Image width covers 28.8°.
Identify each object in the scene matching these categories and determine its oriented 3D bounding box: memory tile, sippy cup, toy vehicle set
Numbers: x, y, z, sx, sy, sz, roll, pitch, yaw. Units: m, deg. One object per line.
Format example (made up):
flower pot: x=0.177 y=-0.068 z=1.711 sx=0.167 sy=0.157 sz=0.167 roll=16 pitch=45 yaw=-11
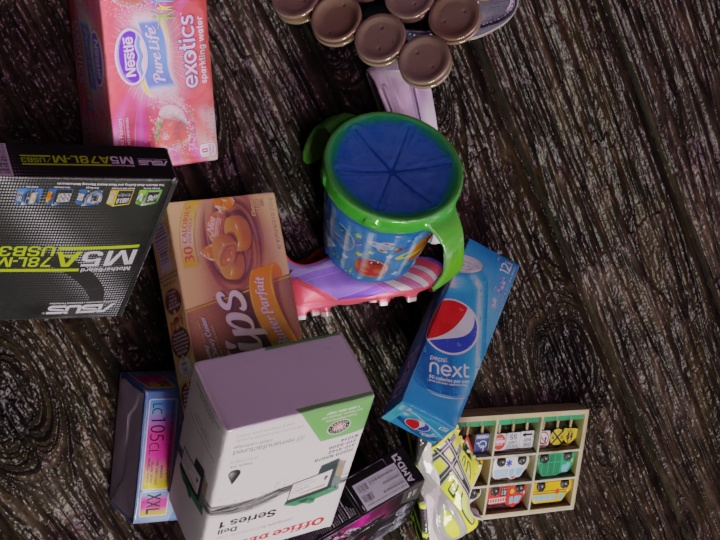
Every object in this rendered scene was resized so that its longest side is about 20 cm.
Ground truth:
memory tile: x=0.026 y=-0.264 z=1.308 sx=0.154 sy=0.199 sz=0.017 roll=-57 pitch=159 yaw=-8
sippy cup: x=0.020 y=-0.061 z=1.354 sx=0.139 sy=0.179 sz=0.131 roll=0 pitch=145 yaw=-13
toy vehicle set: x=0.167 y=0.218 z=1.600 sx=0.199 sy=0.026 sz=0.125 roll=-1 pitch=103 yaw=-30

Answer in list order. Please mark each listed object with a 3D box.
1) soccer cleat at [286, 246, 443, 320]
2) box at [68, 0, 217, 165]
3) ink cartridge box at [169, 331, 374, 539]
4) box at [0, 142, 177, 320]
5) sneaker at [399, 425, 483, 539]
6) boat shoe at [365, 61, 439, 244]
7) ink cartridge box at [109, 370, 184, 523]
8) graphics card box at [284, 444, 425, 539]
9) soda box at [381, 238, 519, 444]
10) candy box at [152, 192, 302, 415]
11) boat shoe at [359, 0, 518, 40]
soccer cleat: x=0.000 y=0.000 z=1.426 sx=0.199 sy=0.067 sz=0.077 roll=-11 pitch=97 yaw=-27
box: x=-0.195 y=-0.196 z=1.239 sx=0.102 sy=0.095 sz=0.201 roll=-10 pitch=108 yaw=-26
ink cartridge box: x=-0.084 y=0.162 z=1.266 sx=0.145 sy=0.085 sz=0.201 roll=-11 pitch=139 yaw=-26
box: x=-0.278 y=-0.030 z=1.204 sx=0.199 sy=0.048 sz=0.194 roll=-1 pitch=139 yaw=-30
sneaker: x=0.087 y=0.193 z=1.507 sx=0.076 sy=0.075 sz=0.201 roll=-7 pitch=104 yaw=-12
boat shoe: x=0.045 y=-0.118 z=1.422 sx=0.065 sy=0.074 sz=0.201 roll=-15 pitch=107 yaw=-10
ink cartridge box: x=-0.138 y=0.168 z=1.383 sx=0.199 sy=0.076 sz=0.137 roll=0 pitch=103 yaw=-32
graphics card box: x=-0.033 y=0.267 z=1.446 sx=0.199 sy=0.051 sz=0.126 roll=-28 pitch=156 yaw=-23
soda box: x=0.094 y=0.072 z=1.444 sx=0.064 sy=0.068 sz=0.201 roll=27 pitch=64 yaw=-7
candy box: x=-0.123 y=0.033 z=1.321 sx=0.115 sy=0.055 sz=0.201 roll=-7 pitch=83 yaw=-30
boat shoe: x=0.091 y=-0.257 z=1.389 sx=0.199 sy=0.093 sz=0.075 roll=-14 pitch=110 yaw=-26
